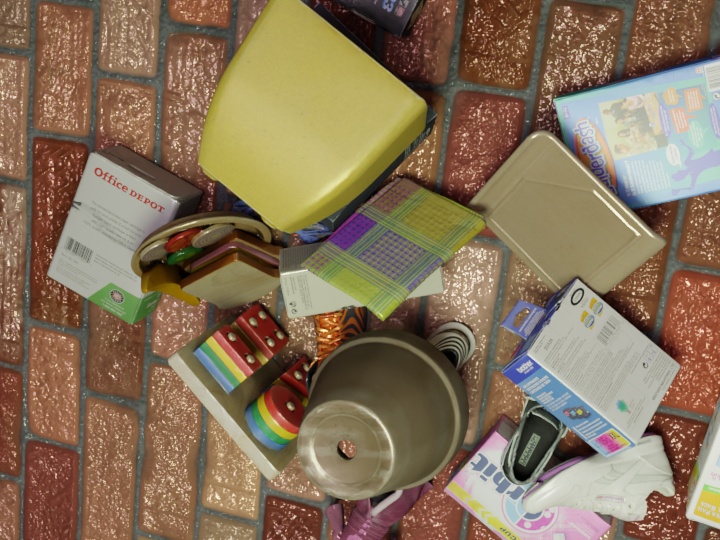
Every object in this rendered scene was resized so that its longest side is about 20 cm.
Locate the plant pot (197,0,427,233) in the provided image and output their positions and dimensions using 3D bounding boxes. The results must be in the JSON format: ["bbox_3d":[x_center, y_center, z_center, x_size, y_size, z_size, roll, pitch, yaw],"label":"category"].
[{"bbox_3d":[-0.065,-0.151,1.191,0.194,0.196,0.200,39,90,2],"label":"plant pot"}]

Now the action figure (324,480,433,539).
[{"bbox_3d":[0.020,0.339,1.474,0.134,0.149,0.200,28,97,3],"label":"action figure"}]

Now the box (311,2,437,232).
[{"bbox_3d":[-0.042,-0.183,1.336,0.200,0.104,0.182,45,85,3],"label":"box"}]

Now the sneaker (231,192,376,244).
[{"bbox_3d":[-0.076,-0.068,1.431,0.200,0.075,0.079,7,109,18],"label":"sneaker"}]

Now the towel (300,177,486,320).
[{"bbox_3d":[0.043,-0.033,1.330,0.144,0.200,0.023,31,149,31],"label":"towel"}]

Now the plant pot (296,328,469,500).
[{"bbox_3d":[0.012,0.184,1.287,0.200,0.174,0.200,4,102,18],"label":"plant pot"}]

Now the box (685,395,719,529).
[{"bbox_3d":[0.473,0.209,1.308,0.112,0.101,0.200,19,109,13],"label":"box"}]

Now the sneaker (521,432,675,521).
[{"bbox_3d":[0.297,0.270,1.346,0.200,0.075,0.100,-18,77,-11],"label":"sneaker"}]

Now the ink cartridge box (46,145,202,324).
[{"bbox_3d":[-0.323,-0.052,1.507,0.146,0.084,0.200,30,111,9],"label":"ink cartridge box"}]

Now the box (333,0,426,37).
[{"bbox_3d":[0.014,-0.415,1.322,0.198,0.050,0.200,30,111,8],"label":"box"}]

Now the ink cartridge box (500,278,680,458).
[{"bbox_3d":[0.265,0.107,1.317,0.200,0.136,0.076,41,147,-1],"label":"ink cartridge box"}]

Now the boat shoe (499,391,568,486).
[{"bbox_3d":[0.231,0.173,1.359,0.074,0.068,0.199,31,84,6],"label":"boat shoe"}]

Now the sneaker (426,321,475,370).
[{"bbox_3d":[0.061,0.154,1.420,0.076,0.115,0.201,42,113,3],"label":"sneaker"}]

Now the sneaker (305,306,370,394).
[{"bbox_3d":[-0.032,0.093,1.436,0.078,0.112,0.200,-11,99,20],"label":"sneaker"}]

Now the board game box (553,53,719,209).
[{"bbox_3d":[0.342,-0.155,1.285,0.200,0.045,0.152,-11,101,20],"label":"board game box"}]

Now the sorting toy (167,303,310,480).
[{"bbox_3d":[-0.126,0.145,1.434,0.070,0.200,0.199,-41,89,19],"label":"sorting toy"}]

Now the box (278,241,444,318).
[{"bbox_3d":[0.000,0.000,1.381,0.200,0.082,0.068,-9,115,1],"label":"box"}]

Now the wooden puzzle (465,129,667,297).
[{"bbox_3d":[0.243,-0.059,1.314,0.200,0.037,0.185,41,144,2],"label":"wooden puzzle"}]

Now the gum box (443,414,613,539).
[{"bbox_3d":[0.225,0.300,1.431,0.200,0.066,0.114,39,111,5],"label":"gum box"}]

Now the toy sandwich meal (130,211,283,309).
[{"bbox_3d":[-0.197,-0.006,1.423,0.205,0.205,0.070,-26,67,22],"label":"toy sandwich meal"}]
